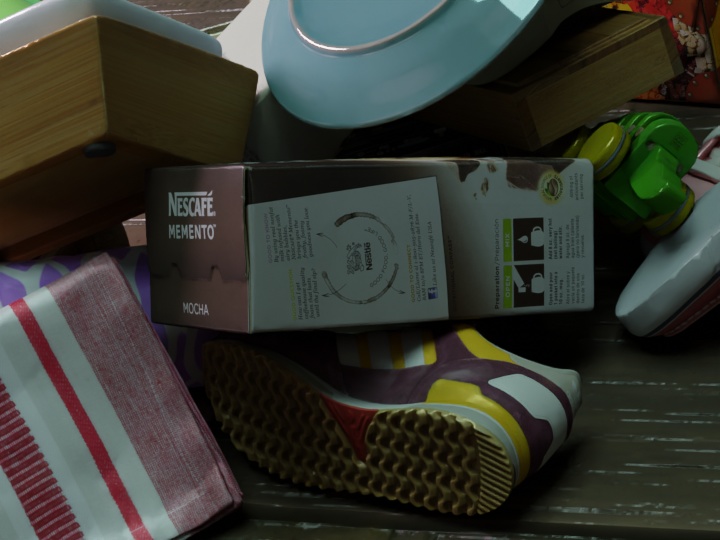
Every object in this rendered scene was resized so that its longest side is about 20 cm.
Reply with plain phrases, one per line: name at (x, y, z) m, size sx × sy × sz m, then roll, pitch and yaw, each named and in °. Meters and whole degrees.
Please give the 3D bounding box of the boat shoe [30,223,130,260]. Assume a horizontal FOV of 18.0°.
boat shoe at (-0.196, 0.035, 1.266) m, size 0.071 × 0.073 × 0.201 m, roll 2°, pitch 42°, yaw 27°

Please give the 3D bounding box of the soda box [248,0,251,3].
soda box at (0.000, -0.183, 1.517) m, size 0.067 × 0.064 × 0.200 m, roll -32°, pitch 33°, yaw -23°

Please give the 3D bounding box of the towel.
towel at (-0.172, 0.098, 1.096) m, size 0.199 × 0.145 × 0.023 m, roll -29°, pitch -5°, yaw -18°

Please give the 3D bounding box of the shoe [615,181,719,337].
shoe at (0.226, -0.018, 1.136) m, size 0.200 × 0.091 × 0.072 m, roll -44°, pitch 11°, yaw 12°

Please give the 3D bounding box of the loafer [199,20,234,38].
loafer at (-0.089, -0.108, 1.336) m, size 0.199 × 0.076 × 0.068 m, roll -24°, pitch 37°, yaw -9°

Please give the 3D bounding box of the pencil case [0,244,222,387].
pencil case at (-0.147, 0.025, 1.178) m, size 0.198 × 0.084 × 0.086 m, roll -3°, pitch 48°, yaw -20°

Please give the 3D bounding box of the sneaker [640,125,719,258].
sneaker at (0.220, -0.086, 1.213) m, size 0.199 × 0.105 × 0.075 m, roll -33°, pitch 35°, yaw -21°

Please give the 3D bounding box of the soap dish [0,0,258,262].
soap dish at (-0.169, -0.065, 1.179) m, size 0.199 × 0.082 × 0.157 m, roll -20°, pitch -15°, yaw 24°

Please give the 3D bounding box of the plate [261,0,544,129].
plate at (0.023, -0.162, 1.180) m, size 0.199 × 0.026 × 0.201 m, roll -24°, pitch 44°, yaw 25°

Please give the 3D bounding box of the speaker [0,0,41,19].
speaker at (-0.222, -0.132, 1.528) m, size 0.088 × 0.089 × 0.200 m, roll -28°, pitch 32°, yaw -17°

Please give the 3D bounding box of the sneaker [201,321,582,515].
sneaker at (0.014, 0.062, 1.124) m, size 0.199 × 0.076 × 0.090 m, roll 16°, pitch 35°, yaw 34°

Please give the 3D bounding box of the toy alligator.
toy alligator at (0.132, -0.058, 1.204) m, size 0.054 × 0.059 × 0.200 m, roll -54°, pitch 16°, yaw -8°

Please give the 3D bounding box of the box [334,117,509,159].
box at (-0.017, -0.073, 1.364) m, size 0.198 × 0.049 × 0.159 m, roll -16°, pitch 30°, yaw 2°

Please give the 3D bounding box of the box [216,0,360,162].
box at (-0.022, -0.123, 1.261) m, size 0.200 × 0.068 × 0.082 m, roll -45°, pitch 38°, yaw 2°

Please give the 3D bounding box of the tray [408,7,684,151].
tray at (0.083, -0.115, 1.260) m, size 0.098 × 0.037 × 0.200 m, roll -28°, pitch 21°, yaw -17°

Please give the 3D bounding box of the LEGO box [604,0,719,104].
LEGO box at (0.193, -0.190, 1.416) m, size 0.148 × 0.078 × 0.200 m, roll 7°, pitch 38°, yaw 34°

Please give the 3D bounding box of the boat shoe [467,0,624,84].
boat shoe at (0.106, -0.164, 1.210) m, size 0.199 × 0.072 × 0.062 m, roll -34°, pitch 26°, yaw -16°

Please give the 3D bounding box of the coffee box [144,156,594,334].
coffee box at (0.005, -0.016, 1.133) m, size 0.199 × 0.081 × 0.113 m, roll -3°, pitch 4°, yaw -31°
